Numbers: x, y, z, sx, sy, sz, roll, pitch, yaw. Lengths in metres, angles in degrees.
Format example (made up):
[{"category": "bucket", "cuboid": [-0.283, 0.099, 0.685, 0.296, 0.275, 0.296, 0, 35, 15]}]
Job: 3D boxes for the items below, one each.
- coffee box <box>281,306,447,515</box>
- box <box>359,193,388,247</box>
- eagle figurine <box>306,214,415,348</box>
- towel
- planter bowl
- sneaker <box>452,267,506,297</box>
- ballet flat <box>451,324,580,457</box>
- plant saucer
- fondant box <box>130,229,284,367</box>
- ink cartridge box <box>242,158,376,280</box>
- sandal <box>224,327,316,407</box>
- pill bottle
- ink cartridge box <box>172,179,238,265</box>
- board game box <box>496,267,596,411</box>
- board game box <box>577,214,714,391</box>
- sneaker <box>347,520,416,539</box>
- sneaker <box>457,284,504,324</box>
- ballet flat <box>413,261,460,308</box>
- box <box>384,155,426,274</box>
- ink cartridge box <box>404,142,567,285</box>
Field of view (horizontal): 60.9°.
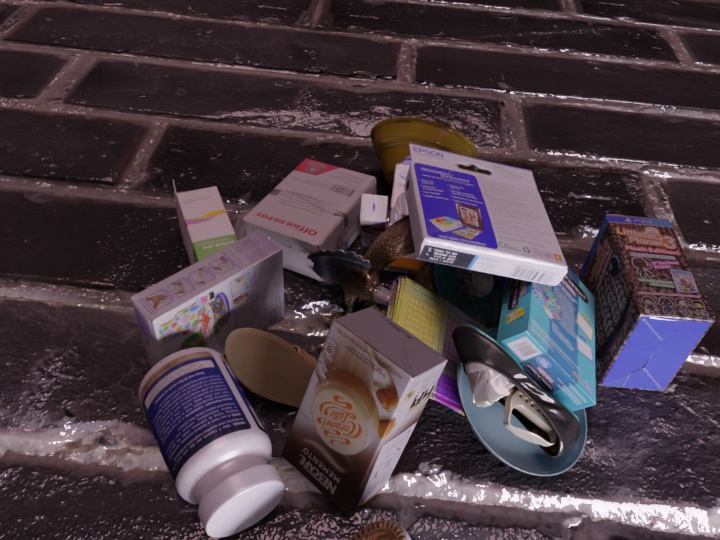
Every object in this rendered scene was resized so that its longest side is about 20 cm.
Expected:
[{"category": "coffee box", "cuboid": [0.000, 0.160, 0.702, 0.114, 0.200, 0.080, 33, 26, 27]}, {"category": "box", "cuboid": [0.021, -0.073, 0.952, 0.039, 0.200, 0.042, 6, 82, 3]}, {"category": "eagle figurine", "cuboid": [0.007, 0.002, 0.863, 0.150, 0.200, 0.152, 10, 43, 5]}, {"category": "towel", "cuboid": [0.106, 0.105, 0.807, 0.200, 0.023, 0.144, 29, 57, -28]}, {"category": "planter bowl", "cuboid": [0.104, -0.188, 1.105, 0.200, 0.200, 0.084, 13, 76, 7]}, {"category": "sneaker", "cuboid": [0.163, -0.038, 0.934, 0.099, 0.070, 0.200, -18, 46, -26]}, {"category": "ballet flat", "cuboid": [0.182, 0.150, 0.741, 0.200, 0.068, 0.068, 40, 57, 2]}, {"category": "plant saucer", "cuboid": [0.206, 0.170, 0.800, 0.200, 0.027, 0.201, 15, 52, -20]}, {"category": "fondant box", "cuboid": [-0.198, 0.051, 0.838, 0.200, 0.145, 0.058, -33, 57, -32]}, {"category": "ink cartridge box", "cuboid": [-0.080, -0.091, 1.026, 0.146, 0.083, 0.200, 19, 47, 20]}, {"category": "sandal", "cuboid": [-0.083, 0.144, 0.822, 0.211, 0.070, 0.078, 26, 84, -2]}, {"category": "pill bottle", "cuboid": [-0.174, 0.196, 0.717, 0.115, 0.116, 0.200, -22, 50, -24]}, {"category": "ink cartridge box", "cuboid": [-0.235, -0.048, 0.950, 0.067, 0.117, 0.200, -14, 49, -19]}, {"category": "board game box", "cuboid": [0.257, 0.065, 0.829, 0.151, 0.047, 0.200, 44, 40, -19]}, {"category": "board game box", "cuboid": [0.398, 0.045, 0.888, 0.097, 0.160, 0.200, 5, 44, 0]}, {"category": "sneaker", "cuboid": [-0.020, 0.334, 0.639, 0.200, 0.109, 0.070, -32, 52, 6]}, {"category": "sneaker", "cuboid": [0.203, 0.036, 0.962, 0.199, 0.075, 0.088, -7, 14, -3]}, {"category": "ballet flat", "cuboid": [0.116, 0.083, 0.881, 0.070, 0.065, 0.201, 6, 70, -33]}, {"category": "box", "cuboid": [0.106, -0.092, 1.014, 0.119, 0.041, 0.201, 8, 76, 2]}, {"category": "ink cartridge box", "cuboid": [0.158, -0.079, 0.817, 0.198, 0.043, 0.200, 10, 46, -13]}]
